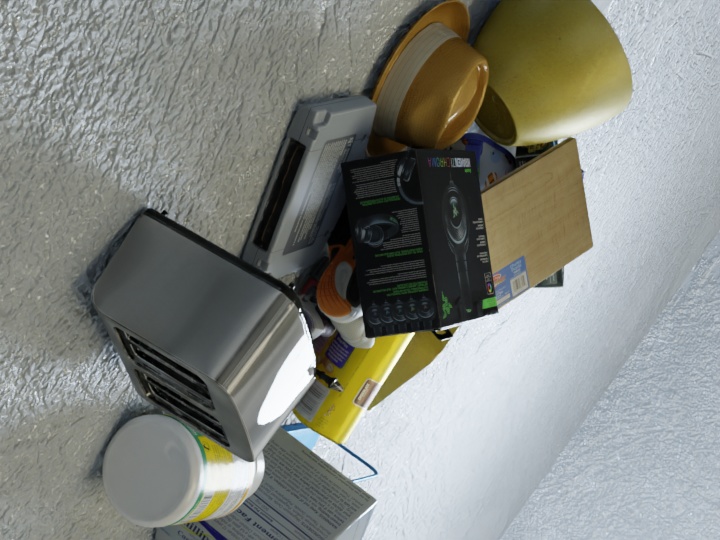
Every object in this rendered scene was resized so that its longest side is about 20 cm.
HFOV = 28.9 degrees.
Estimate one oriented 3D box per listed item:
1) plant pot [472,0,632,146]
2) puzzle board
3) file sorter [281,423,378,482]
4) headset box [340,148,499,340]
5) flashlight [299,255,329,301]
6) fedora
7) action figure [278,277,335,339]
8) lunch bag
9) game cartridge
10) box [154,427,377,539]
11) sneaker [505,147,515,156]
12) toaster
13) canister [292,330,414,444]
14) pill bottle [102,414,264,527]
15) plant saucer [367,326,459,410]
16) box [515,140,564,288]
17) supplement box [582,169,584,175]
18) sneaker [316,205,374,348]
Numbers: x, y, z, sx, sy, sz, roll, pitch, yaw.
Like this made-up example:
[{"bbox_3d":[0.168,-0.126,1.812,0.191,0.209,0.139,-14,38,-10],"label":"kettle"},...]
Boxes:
[{"bbox_3d":[0.201,-0.229,1.653,0.142,0.200,0.201,-37,154,-17],"label":"plant pot"},{"bbox_3d":[0.196,-0.052,1.670,0.199,0.017,0.152,-31,122,-28],"label":"puzzle board"},{"bbox_3d":[-0.084,0.320,1.848,0.201,0.122,0.139,-62,160,9],"label":"file sorter"},{"bbox_3d":[0.068,-0.024,1.512,0.174,0.092,0.203,-6,89,-64],"label":"headset box"},{"bbox_3d":[-0.073,0.082,1.620,0.201,0.067,0.068,-56,-168,-1],"label":"flashlight"},{"bbox_3d":[0.084,-0.197,1.555,0.201,0.081,0.202,-46,156,-27],"label":"fedora"},{"bbox_3d":[-0.109,0.060,1.466,0.129,0.070,0.200,-32,170,23],"label":"action figure"},{"bbox_3d":[0.133,-0.066,1.743,0.200,0.122,0.172,53,45,-75],"label":"lunch bag"},{"bbox_3d":[-0.051,-0.088,1.468,0.133,0.041,0.202,-28,144,-61],"label":"game cartridge"},{"bbox_3d":[-0.113,0.303,1.667,0.199,0.183,0.106,-32,150,-48],"label":"box"},{"bbox_3d":[0.172,-0.092,1.926,0.067,0.107,0.204,-157,-116,-84],"label":"sneaker"},{"bbox_3d":[-0.132,0.064,1.265,0.119,0.199,0.181,-54,160,-22],"label":"toaster"},{"bbox_3d":[-0.008,0.094,1.691,0.201,0.086,0.149,-58,-160,5],"label":"canister"},{"bbox_3d":[-0.178,0.209,1.484,0.114,0.112,0.200,-60,159,6],"label":"pill bottle"},{"bbox_3d":[0.084,0.076,1.895,0.200,0.048,0.200,-52,-175,-38],"label":"plant saucer"},{"bbox_3d":[0.234,-0.104,1.799,0.160,0.045,0.202,-76,158,-54],"label":"box"},{"bbox_3d":[0.228,-0.074,2.018,0.201,0.103,0.101,-58,170,-3],"label":"supplement box"},{"bbox_3d":[0.000,0.000,1.567,0.092,0.075,0.201,68,28,-43],"label":"sneaker"}]
